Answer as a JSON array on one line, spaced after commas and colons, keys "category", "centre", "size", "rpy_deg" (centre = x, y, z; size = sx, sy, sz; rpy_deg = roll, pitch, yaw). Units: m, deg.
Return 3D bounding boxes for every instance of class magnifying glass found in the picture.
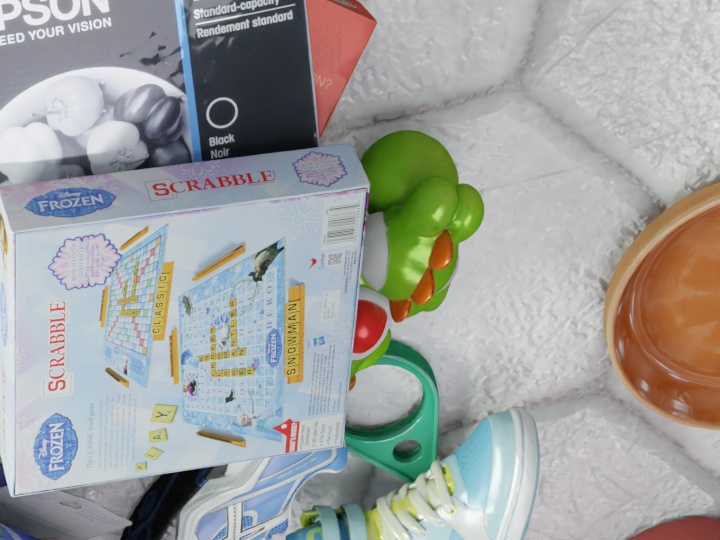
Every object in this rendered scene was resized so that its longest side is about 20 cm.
[{"category": "magnifying glass", "centre": [0.033, 0.119, 1.863], "size": [0.079, 0.022, 0.200], "rpy_deg": [-24, 130, 9]}]

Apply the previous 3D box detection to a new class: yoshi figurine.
[{"category": "yoshi figurine", "centre": [0.004, -0.010, 1.722], "size": [0.112, 0.112, 0.200], "rpy_deg": [-27, 167, -50]}]

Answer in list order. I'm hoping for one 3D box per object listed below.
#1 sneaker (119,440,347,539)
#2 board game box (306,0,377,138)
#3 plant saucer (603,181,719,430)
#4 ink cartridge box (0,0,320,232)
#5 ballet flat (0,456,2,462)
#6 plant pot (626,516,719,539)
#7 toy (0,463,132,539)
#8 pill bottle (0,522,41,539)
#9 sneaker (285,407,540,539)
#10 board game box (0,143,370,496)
[{"category": "sneaker", "centre": [-0.088, 0.155, 1.830], "size": [0.077, 0.076, 0.200], "rpy_deg": [32, 120, -22]}, {"category": "board game box", "centre": [-0.102, -0.084, 1.620], "size": [0.152, 0.040, 0.201], "rpy_deg": [21, 104, -25]}, {"category": "plant saucer", "centre": [0.249, 0.017, 1.813], "size": [0.199, 0.032, 0.201], "rpy_deg": [-5, 130, -6]}, {"category": "ink cartridge box", "centre": [-0.125, -0.133, 1.544], "size": [0.197, 0.043, 0.201], "rpy_deg": [-12, 115, -12]}, {"category": "ballet flat", "centre": [-0.183, 0.088, 1.766], "size": [0.199, 0.072, 0.072], "rpy_deg": [-7, 130, -5]}, {"category": "plant pot", "centre": [0.235, 0.275, 1.926], "size": [0.199, 0.178, 0.201], "rpy_deg": [-5, 129, -6]}, {"category": "toy", "centre": [-0.257, 0.152, 1.803], "size": [0.199, 0.047, 0.115], "rpy_deg": [-20, 155, 22]}, {"category": "pill bottle", "centre": [-0.229, 0.207, 1.736], "size": [0.112, 0.113, 0.200], "rpy_deg": [-29, 154, 13]}, {"category": "sneaker", "centre": [0.027, 0.160, 1.833], "size": [0.130, 0.080, 0.201], "rpy_deg": [12, 125, -19]}, {"category": "board game box", "centre": [-0.101, 0.029, 1.603], "size": [0.198, 0.041, 0.201], "rpy_deg": [-7, 132, -16]}]
